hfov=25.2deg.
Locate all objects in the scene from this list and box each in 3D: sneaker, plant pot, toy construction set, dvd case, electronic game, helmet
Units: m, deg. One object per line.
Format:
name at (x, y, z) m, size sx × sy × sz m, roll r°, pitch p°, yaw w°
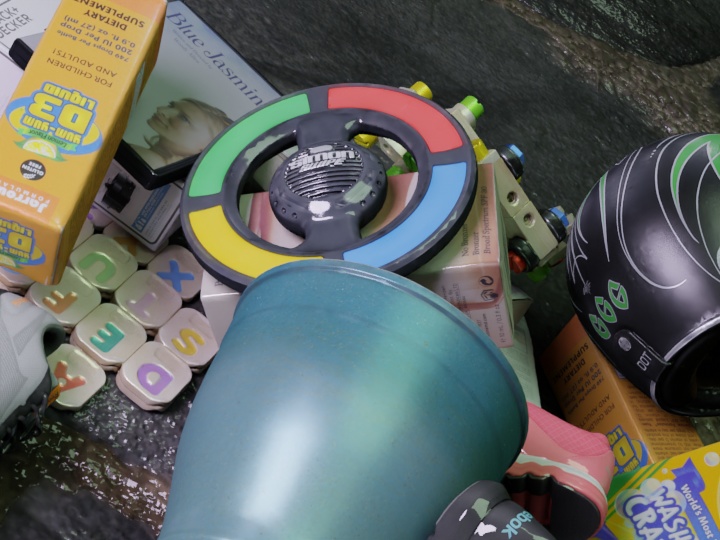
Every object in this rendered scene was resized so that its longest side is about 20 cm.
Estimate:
sneaker at (0.059, 0.218, 0.900) m, size 0.079 × 0.201 × 0.075 m, roll 29°, pitch 28°, yaw 26°
plant pot at (-0.025, 0.129, 0.946) m, size 0.199 × 0.200 × 0.188 m, roll 34°, pitch 51°, yaw -4°
toy construction set at (0.093, -0.057, 1.242) m, size 0.200 × 0.131 × 0.092 m, roll 39°, pitch 76°, yaw -22°
dvd case at (-0.139, -0.131, 1.159) m, size 0.143 × 0.018 × 0.200 m, roll 43°, pitch 32°, yaw 11°
sneaker at (-0.216, 0.081, 0.926) m, size 0.079 × 0.074 × 0.201 m, roll 21°, pitch 39°, yaw -14°
electronic game at (-0.021, -0.055, 1.059) m, size 0.199 × 0.042 × 0.201 m, roll -7°, pitch 45°, yaw 7°
sneaker at (0.078, 0.120, 1.091) m, size 0.199 × 0.074 × 0.087 m, roll 17°, pitch 40°, yaw 17°
helmet at (0.250, -0.008, 1.202) m, size 0.199 × 0.200 × 0.191 m, roll 7°, pitch 47°, yaw -34°

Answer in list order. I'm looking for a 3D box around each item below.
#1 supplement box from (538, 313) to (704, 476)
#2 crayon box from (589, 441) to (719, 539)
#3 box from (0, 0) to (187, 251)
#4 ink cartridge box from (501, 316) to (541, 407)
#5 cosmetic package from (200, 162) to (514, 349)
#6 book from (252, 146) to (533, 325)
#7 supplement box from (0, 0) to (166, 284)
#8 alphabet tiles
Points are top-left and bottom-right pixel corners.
supplement box at (0.211, 0.128, 1.232) m, size 0.068 × 0.067 × 0.201 m, roll 5°, pitch 47°, yaw -35°
crayon box at (0.247, 0.187, 1.105) m, size 0.199 × 0.052 × 0.126 m, roll -18°, pitch 56°, yaw 1°
box at (-0.192, -0.115, 1.162) m, size 0.200 × 0.060 × 0.117 m, roll 37°, pitch 30°, yaw 1°
ink cartridge box at (0.055, 0.063, 1.209) m, size 0.159 × 0.047 × 0.200 m, roll 27°, pitch 24°, yaw -13°
cosmetic package at (0.000, 0.000, 1.091) m, size 0.199 × 0.088 × 0.104 m, roll -8°, pitch 46°, yaw 7°
book at (0.026, -0.023, 1.231) m, size 0.200 × 0.048 × 0.133 m, roll 41°, pitch 21°, yaw 20°
supplement box at (-0.184, -0.093, 1.012) m, size 0.066 × 0.069 × 0.201 m, roll 20°, pitch 56°, yaw -5°
alphabet tiles at (-0.186, 0.008, 1.082) m, size 0.200 × 0.015 × 0.196 m, roll 40°, pitch 37°, yaw 3°
